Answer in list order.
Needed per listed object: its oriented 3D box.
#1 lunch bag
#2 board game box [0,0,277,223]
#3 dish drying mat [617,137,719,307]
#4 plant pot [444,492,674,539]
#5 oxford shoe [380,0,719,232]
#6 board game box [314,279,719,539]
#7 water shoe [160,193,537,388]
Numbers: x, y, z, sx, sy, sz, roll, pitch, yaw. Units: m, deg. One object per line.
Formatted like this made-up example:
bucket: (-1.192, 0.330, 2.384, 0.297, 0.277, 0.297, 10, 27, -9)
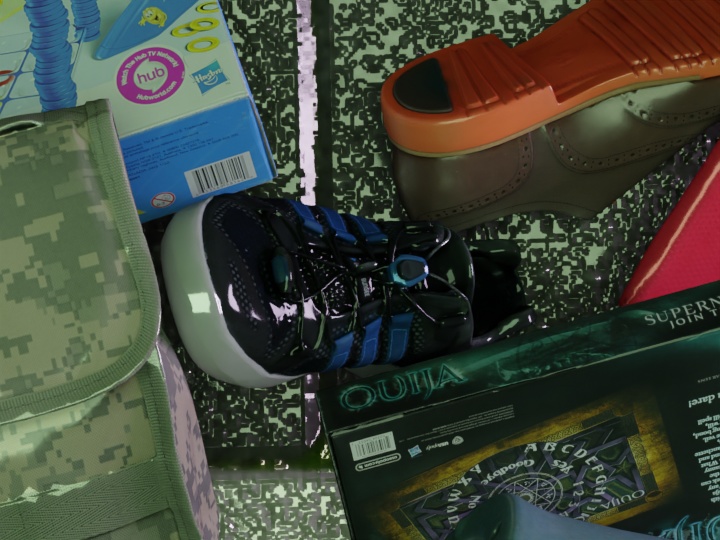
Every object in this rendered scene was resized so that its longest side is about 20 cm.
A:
lunch bag: (-0.139, 0.052, 0.715, 0.163, 0.118, 0.202, -15, 108, -4)
board game box: (-0.154, -0.094, 0.808, 0.199, 0.056, 0.197, -19, 58, -3)
dish drying mat: (0.177, -0.061, 0.856, 0.018, 0.077, 0.201, 40, 101, 40)
plant pot: (0.098, 0.184, 0.788, 0.187, 0.200, 0.201, 31, 89, -6)
oxford shoe: (0.105, -0.067, 0.873, 0.198, 0.071, 0.073, -14, 125, -10)
board game box: (0.090, 0.076, 0.842, 0.198, 0.028, 0.136, -14, 132, -3)
water shoe: (0.000, 0.000, 0.794, 0.078, 0.200, 0.072, -21, 78, 25)
